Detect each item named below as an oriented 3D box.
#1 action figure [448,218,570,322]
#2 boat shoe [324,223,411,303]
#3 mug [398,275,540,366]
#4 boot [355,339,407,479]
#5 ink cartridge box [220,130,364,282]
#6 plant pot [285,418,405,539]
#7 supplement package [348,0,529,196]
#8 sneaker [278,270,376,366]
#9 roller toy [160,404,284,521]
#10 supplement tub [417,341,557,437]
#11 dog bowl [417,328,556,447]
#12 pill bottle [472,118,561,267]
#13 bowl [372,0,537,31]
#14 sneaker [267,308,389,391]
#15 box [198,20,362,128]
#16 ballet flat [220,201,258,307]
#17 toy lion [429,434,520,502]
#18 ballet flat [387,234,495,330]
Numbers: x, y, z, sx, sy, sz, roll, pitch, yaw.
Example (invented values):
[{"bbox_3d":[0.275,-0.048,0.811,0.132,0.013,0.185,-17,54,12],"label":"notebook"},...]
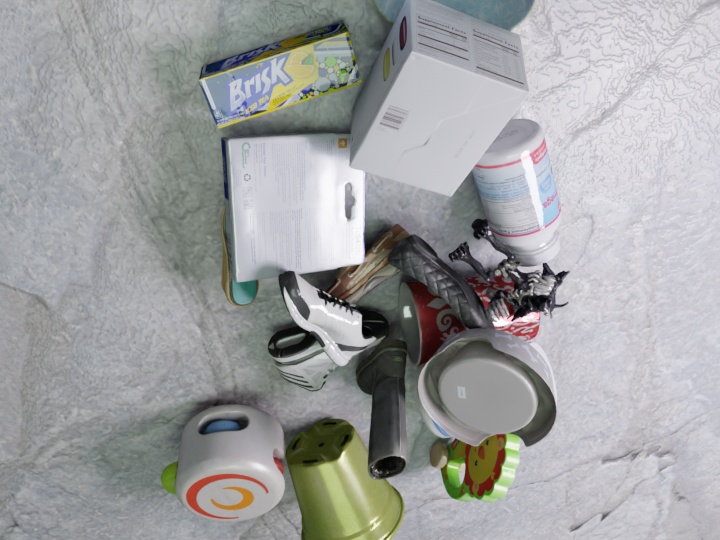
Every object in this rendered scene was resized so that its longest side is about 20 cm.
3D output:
[{"bbox_3d":[0.221,0.020,0.975,0.199,0.102,0.119,37,121,-15],"label":"action figure"},{"bbox_3d":[0.000,0.000,1.056,0.199,0.076,0.072,-34,89,10],"label":"boat shoe"},{"bbox_3d":[0.169,0.072,1.108,0.198,0.178,0.135,-8,85,-9],"label":"mug"},{"bbox_3d":[0.035,0.233,1.092,0.072,0.202,0.182,3,148,-11],"label":"boot"},{"bbox_3d":[-0.091,-0.093,0.962,0.198,0.043,0.198,-8,110,-25],"label":"ink cartridge box"},{"bbox_3d":[-0.042,0.375,1.211,0.199,0.201,0.186,-19,111,3],"label":"plant pot"},{"bbox_3d":[0.090,-0.214,0.868,0.154,0.112,0.200,14,143,-16],"label":"supplement package"},{"bbox_3d":[-0.047,0.058,0.993,0.080,0.074,0.200,-30,134,12],"label":"sneaker"},{"bbox_3d":[-0.217,0.325,1.169,0.199,0.140,0.182,31,122,-29],"label":"roller toy"},{"bbox_3d":[0.206,0.199,1.125,0.199,0.133,0.132,-17,125,32],"label":"supplement tub"},{"bbox_3d":[0.186,0.169,0.990,0.198,0.059,0.202,12,127,17],"label":"dog bowl"},{"bbox_3d":[0.231,-0.109,0.997,0.108,0.109,0.201,-22,122,5],"label":"pill bottle"},{"bbox_3d":[0.113,-0.372,0.809,0.198,0.200,0.109,12,76,-15],"label":"bowl"},{"bbox_3d":[-0.046,0.134,1.135,0.199,0.076,0.116,-13,137,-2],"label":"sneaker"},{"bbox_3d":[-0.104,-0.254,0.885,0.198,0.064,0.071,-17,122,1],"label":"box"},{"bbox_3d":[-0.179,-0.048,0.993,0.068,0.063,0.202,0,106,-31],"label":"ballet flat"},{"bbox_3d":[0.207,0.331,1.206,0.068,0.192,0.201,17,117,-18],"label":"toy lion"},{"bbox_3d":[0.123,0.030,0.998,0.200,0.067,0.057,45,112,-6],"label":"ballet flat"}]
